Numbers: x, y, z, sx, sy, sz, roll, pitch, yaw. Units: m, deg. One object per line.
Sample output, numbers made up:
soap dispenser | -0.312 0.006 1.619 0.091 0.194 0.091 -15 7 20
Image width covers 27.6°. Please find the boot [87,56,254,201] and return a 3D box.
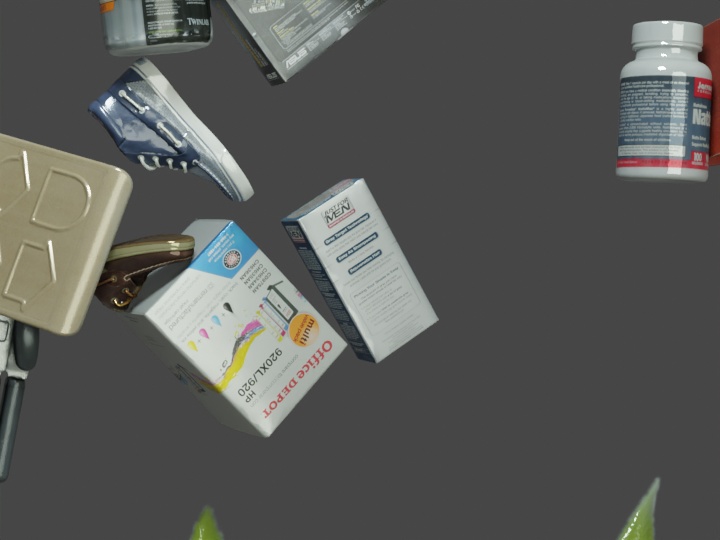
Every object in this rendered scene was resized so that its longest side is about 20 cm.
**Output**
boot | -0.215 -0.137 1.659 0.090 0.073 0.200 -42 100 -8

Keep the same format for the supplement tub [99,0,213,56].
supplement tub | -0.231 -0.341 1.608 0.122 0.122 0.201 -7 94 -23

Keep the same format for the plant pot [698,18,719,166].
plant pot | 0.538 -0.250 1.922 0.199 0.200 0.177 -8 84 -23

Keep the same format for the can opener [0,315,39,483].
can opener | -0.387 0.131 1.587 0.053 0.067 0.201 11 87 -23

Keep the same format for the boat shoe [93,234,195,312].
boat shoe | -0.264 0.009 1.589 0.199 0.072 0.072 -13 96 17

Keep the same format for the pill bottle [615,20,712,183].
pill bottle | 0.392 -0.215 1.888 0.119 0.120 0.201 1 92 -24

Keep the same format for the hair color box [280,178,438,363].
hair color box | 0.000 0.000 1.756 0.100 0.060 0.200 -33 105 -19

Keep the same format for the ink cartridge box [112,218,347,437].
ink cartridge box | -0.147 0.064 1.647 0.147 0.145 0.200 -48 109 -16

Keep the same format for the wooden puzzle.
wooden puzzle | -0.354 -0.040 1.568 0.199 0.046 0.186 17 83 18

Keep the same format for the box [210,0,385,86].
box | -0.070 -0.338 1.719 0.200 0.048 0.159 -42 106 -17
